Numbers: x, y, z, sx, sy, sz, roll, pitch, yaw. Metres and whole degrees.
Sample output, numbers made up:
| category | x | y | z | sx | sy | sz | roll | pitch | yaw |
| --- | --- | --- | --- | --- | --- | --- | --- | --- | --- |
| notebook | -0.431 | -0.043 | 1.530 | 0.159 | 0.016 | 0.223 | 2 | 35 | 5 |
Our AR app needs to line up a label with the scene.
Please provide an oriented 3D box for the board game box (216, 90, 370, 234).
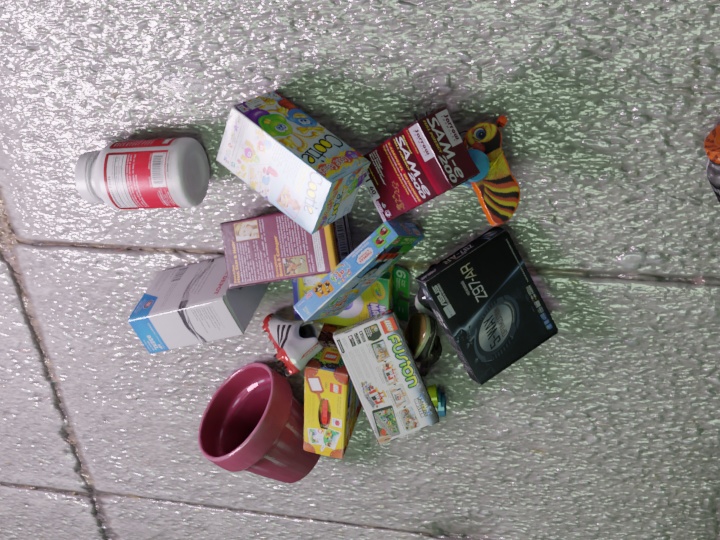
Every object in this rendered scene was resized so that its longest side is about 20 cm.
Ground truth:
| category | x | y | z | sx | sy | sz | roll | pitch | yaw |
| --- | --- | --- | --- | --- | --- | --- | --- | --- | --- |
| board game box | -0.103 | -0.166 | 1.528 | 0.200 | 0.103 | 0.105 | 38 | 130 | 16 |

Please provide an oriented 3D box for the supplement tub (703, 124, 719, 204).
| category | x | y | z | sx | sy | sz | roll | pitch | yaw |
| --- | --- | --- | --- | --- | --- | --- | --- | --- | --- |
| supplement tub | 0.559 | -0.111 | 1.395 | 0.122 | 0.123 | 0.200 | -22 | 115 | 28 |

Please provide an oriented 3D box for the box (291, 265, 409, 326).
| category | x | y | z | sx | sy | sz | roll | pitch | yaw |
| --- | --- | --- | --- | --- | --- | --- | --- | --- | --- |
| box | -0.016 | 0.041 | 1.726 | 0.199 | 0.048 | 0.118 | 6 | 126 | 11 |

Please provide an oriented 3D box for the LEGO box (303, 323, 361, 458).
| category | x | y | z | sx | sy | sz | roll | pitch | yaw |
| --- | --- | --- | --- | --- | --- | --- | --- | --- | --- |
| LEGO box | -0.044 | 0.205 | 1.786 | 0.077 | 0.149 | 0.201 | 11 | 127 | 10 |

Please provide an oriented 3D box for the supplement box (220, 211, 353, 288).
| category | x | y | z | sx | sy | sz | roll | pitch | yaw |
| --- | --- | --- | --- | --- | --- | --- | --- | --- | --- |
| supplement box | -0.119 | -0.041 | 1.649 | 0.199 | 0.086 | 0.111 | -8 | 91 | 22 |

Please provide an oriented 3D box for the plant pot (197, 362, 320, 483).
| category | x | y | z | sx | sy | sz | roll | pitch | yaw |
| --- | --- | --- | --- | --- | --- | --- | --- | --- | --- |
| plant pot | -0.172 | 0.301 | 1.879 | 0.200 | 0.200 | 0.179 | -28 | 128 | 31 |

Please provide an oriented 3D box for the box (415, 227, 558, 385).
| category | x | y | z | sx | sy | sz | roll | pitch | yaw |
| --- | --- | --- | --- | --- | --- | --- | --- | --- | --- |
| box | 0.202 | 0.055 | 1.603 | 0.160 | 0.044 | 0.200 | -32 | 107 | -9 |

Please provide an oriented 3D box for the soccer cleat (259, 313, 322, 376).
| category | x | y | z | sx | sy | sz | roll | pitch | yaw |
| --- | --- | --- | --- | --- | --- | --- | --- | --- | --- |
| soccer cleat | -0.117 | 0.114 | 1.740 | 0.085 | 0.200 | 0.069 | -35 | 112 | -2 |

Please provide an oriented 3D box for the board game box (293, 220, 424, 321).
| category | x | y | z | sx | sy | sz | roll | pitch | yaw |
| --- | --- | --- | --- | --- | --- | --- | --- | --- | --- |
| board game box | 0.000 | 0.000 | 1.591 | 0.200 | 0.151 | 0.037 | -42 | 79 | 15 |

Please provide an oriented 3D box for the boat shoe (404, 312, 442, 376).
| category | x | y | z | sx | sy | sz | roll | pitch | yaw |
| --- | --- | --- | --- | --- | --- | --- | --- | --- | --- |
| boat shoe | 0.108 | 0.128 | 1.724 | 0.065 | 0.073 | 0.200 | 4 | 155 | -9 |

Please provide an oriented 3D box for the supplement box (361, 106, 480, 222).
| category | x | y | z | sx | sy | sz | roll | pitch | yaw |
| --- | --- | --- | --- | --- | --- | --- | --- | --- | --- |
| supplement box | 0.078 | -0.151 | 1.481 | 0.109 | 0.061 | 0.200 | 61 | 149 | -2 |

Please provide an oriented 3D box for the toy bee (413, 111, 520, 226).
| category | x | y | z | sx | sy | sz | roll | pitch | yaw |
| --- | --- | --- | --- | --- | --- | --- | --- | --- | --- |
| toy bee | 0.184 | -0.171 | 1.474 | 0.109 | 0.131 | 0.200 | -35 | 108 | -1 |

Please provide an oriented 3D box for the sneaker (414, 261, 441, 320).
| category | x | y | z | sx | sy | sz | roll | pitch | yaw |
| --- | --- | --- | --- | --- | --- | --- | --- | --- | --- |
| sneaker | 0.194 | 0.051 | 1.652 | 0.199 | 0.073 | 0.112 | 21 | 129 | 3 |

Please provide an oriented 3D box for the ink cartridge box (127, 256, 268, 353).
| category | x | y | z | sx | sy | sz | roll | pitch | yaw |
| --- | --- | --- | --- | --- | --- | --- | --- | --- | --- |
| ink cartridge box | -0.279 | 0.055 | 1.752 | 0.199 | 0.145 | 0.084 | -13 | 121 | 24 |

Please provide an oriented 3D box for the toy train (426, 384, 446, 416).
| category | x | y | z | sx | sy | sz | roll | pitch | yaw |
| --- | --- | --- | --- | --- | --- | --- | --- | --- | --- |
| toy train | 0.085 | 0.223 | 1.760 | 0.115 | 0.085 | 0.200 | -8 | 158 | 8 |

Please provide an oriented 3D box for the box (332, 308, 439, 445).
| category | x | y | z | sx | sy | sz | roll | pitch | yaw |
| --- | --- | --- | --- | --- | --- | --- | --- | --- | --- |
| box | 0.043 | 0.175 | 1.657 | 0.110 | 0.035 | 0.201 | -22 | 98 | 4 |

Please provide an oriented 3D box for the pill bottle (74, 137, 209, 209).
| category | x | y | z | sx | sy | sz | roll | pitch | yaw |
| --- | --- | --- | --- | --- | --- | --- | --- | --- | --- |
| pill bottle | -0.357 | -0.156 | 1.647 | 0.199 | 0.112 | 0.113 | -1 | 124 | 18 |
